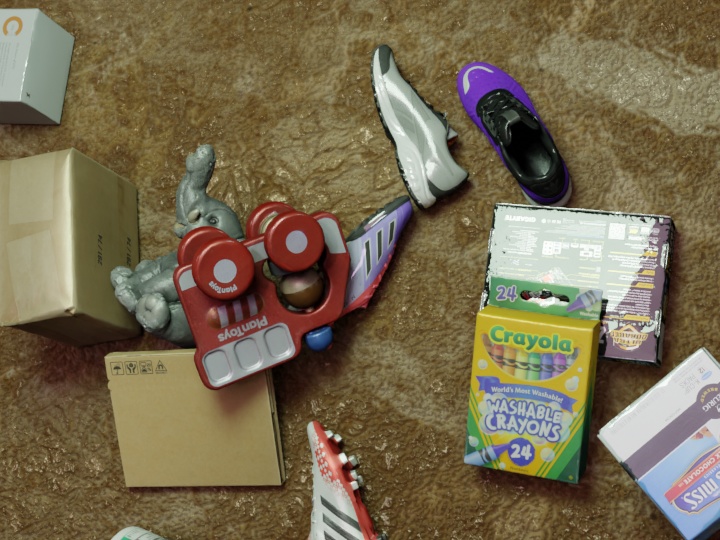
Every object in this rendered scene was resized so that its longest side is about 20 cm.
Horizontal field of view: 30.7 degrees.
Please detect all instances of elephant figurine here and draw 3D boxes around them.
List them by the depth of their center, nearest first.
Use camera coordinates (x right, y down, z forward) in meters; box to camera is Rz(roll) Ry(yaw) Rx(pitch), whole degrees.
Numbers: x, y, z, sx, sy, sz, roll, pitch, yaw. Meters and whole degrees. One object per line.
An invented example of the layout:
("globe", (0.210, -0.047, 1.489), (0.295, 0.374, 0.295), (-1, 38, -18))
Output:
("elephant figurine", (-0.179, -0.015, 1.520), (0.200, 0.155, 0.142), (-46, 66, 4))

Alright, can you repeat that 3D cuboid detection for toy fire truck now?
("toy fire truck", (-0.103, 0.023, 1.440), (0.199, 0.112, 0.169), (-21, 105, -14))

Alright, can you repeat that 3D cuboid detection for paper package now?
("paper package", (-0.342, -0.022, 1.553), (0.103, 0.191, 0.201), (-9, 76, 14))

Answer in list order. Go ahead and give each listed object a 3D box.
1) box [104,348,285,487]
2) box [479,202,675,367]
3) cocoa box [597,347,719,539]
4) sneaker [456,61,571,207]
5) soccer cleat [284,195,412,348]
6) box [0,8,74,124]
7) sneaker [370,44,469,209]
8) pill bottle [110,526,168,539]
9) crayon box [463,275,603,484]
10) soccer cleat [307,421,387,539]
("box", (-0.192, 0.171, 1.518), (0.199, 0.021, 0.164), (-3, 103, 16))
("box", (0.235, 0.014, 1.435), (0.199, 0.049, 0.161), (5, 82, 19))
("cocoa box", (0.333, 0.178, 1.284), (0.133, 0.200, 0.131), (-40, 70, 5))
("sneaker", (0.171, -0.165, 1.466), (0.069, 0.100, 0.201), (-34, 70, 6))
("soccer cleat", (0.000, 0.000, 1.511), (0.073, 0.068, 0.200), (44, 93, 5))
("box", (-0.489, -0.264, 1.705), (0.199, 0.097, 0.125), (4, 79, 19))
("sneaker", (0.064, -0.173, 1.526), (0.079, 0.074, 0.201), (-22, 78, 2))
("pill bottle", (-0.193, 0.371, 1.458), (0.199, 0.113, 0.114), (18, 84, 21))
("crayon box", (0.182, 0.114, 1.391), (0.125, 0.052, 0.201), (7, 101, 19))
("soccer cleat", (-0.030, 0.266, 1.455), (0.085, 0.069, 0.201), (-26, 76, 6))
